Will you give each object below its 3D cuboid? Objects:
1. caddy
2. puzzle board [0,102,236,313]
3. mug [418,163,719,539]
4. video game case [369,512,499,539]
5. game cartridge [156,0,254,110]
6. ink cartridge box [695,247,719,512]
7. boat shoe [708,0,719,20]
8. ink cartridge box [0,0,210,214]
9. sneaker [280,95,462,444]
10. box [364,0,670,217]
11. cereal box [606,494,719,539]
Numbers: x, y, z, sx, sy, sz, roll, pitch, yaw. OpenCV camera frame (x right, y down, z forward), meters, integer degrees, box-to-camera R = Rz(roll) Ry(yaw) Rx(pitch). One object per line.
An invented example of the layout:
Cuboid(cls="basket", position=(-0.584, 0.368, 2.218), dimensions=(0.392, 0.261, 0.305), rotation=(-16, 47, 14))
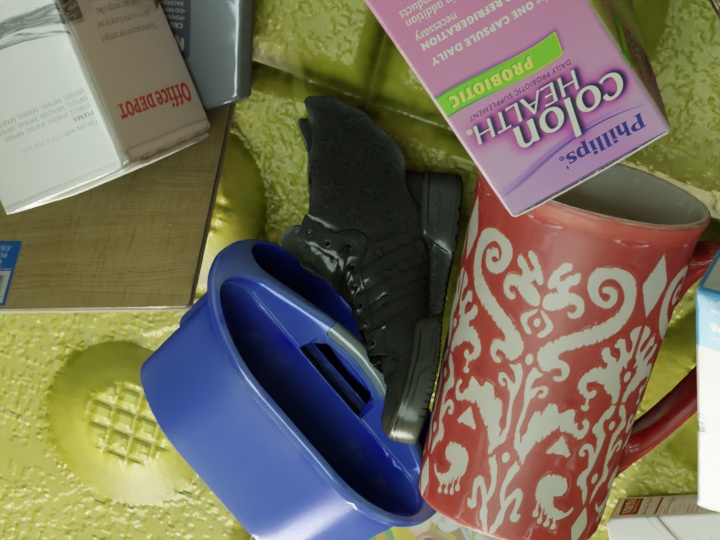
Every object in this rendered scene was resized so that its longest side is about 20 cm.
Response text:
Cuboid(cls="caddy", position=(-0.032, 0.075, 1.414), dimensions=(0.105, 0.141, 0.200), rotation=(-36, 100, 28))
Cuboid(cls="puzzle board", position=(-0.180, -0.038, 1.435), dimensions=(0.200, 0.151, 0.017), rotation=(-2, 148, 18))
Cuboid(cls="mug", position=(0.127, 0.050, 1.352), dimensions=(0.177, 0.133, 0.200), rotation=(16, 106, 7))
Cuboid(cls="video game case", position=(0.062, 0.236, 1.510), dimensions=(0.143, 0.018, 0.200), rotation=(-7, 106, 19))
Cuboid(cls="game cartridge", position=(-0.159, -0.157, 1.425), dimensions=(0.200, 0.041, 0.133), rotation=(7, 100, 16))
Cuboid(cls="ink cartridge box", position=(0.234, 0.060, 1.320), dimensions=(0.068, 0.116, 0.200), rotation=(14, 133, 24))
Cuboid(cls="boat shoe", position=(0.236, -0.130, 1.303), dimensions=(0.071, 0.065, 0.200), rotation=(-31, 97, 24))
Cuboid(cls="ink cartridge box", position=(-0.174, -0.144, 1.336), dimensions=(0.085, 0.146, 0.200), rotation=(-22, 94, 19))
Cuboid(cls="sneaker", position=(0.000, -0.001, 1.377), dimensions=(0.104, 0.060, 0.200), rotation=(10, 67, 0))
Cuboid(cls="box", position=(0.062, -0.163, 1.249), dimensions=(0.097, 0.176, 0.200), rotation=(-30, 118, 14))
Cuboid(cls="cereal box", position=(0.255, 0.202, 1.426), dimensions=(0.200, 0.040, 0.144), rotation=(-6, 106, 19))
